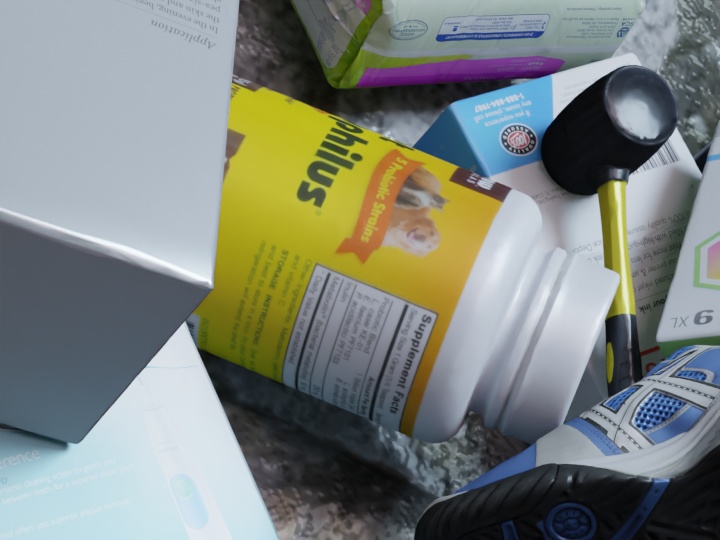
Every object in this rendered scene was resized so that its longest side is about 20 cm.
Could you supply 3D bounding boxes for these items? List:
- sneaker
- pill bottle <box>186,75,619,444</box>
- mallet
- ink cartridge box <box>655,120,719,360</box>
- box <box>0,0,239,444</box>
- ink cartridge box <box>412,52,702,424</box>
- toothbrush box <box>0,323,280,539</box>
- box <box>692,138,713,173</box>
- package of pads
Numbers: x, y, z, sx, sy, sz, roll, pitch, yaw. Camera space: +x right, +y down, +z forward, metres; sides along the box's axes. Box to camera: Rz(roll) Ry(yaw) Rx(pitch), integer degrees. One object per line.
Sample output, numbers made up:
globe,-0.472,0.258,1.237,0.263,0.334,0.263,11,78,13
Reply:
sneaker,0.116,0.080,1.059,0.077,0.199,0.076,-87,155,-59
pill bottle,0.000,0.000,1.110,0.199,0.110,0.110,22,53,5
mallet,0.106,0.016,1.159,0.041,0.066,0.201,6,76,-22
ink cartridge box,0.187,0.013,1.137,0.059,0.103,0.201,63,34,-33
box,-0.113,-0.060,1.000,0.097,0.124,0.201,19,53,-21
ink cartridge box,0.113,0.013,1.225,0.116,0.068,0.201,-17,73,-34
toothbrush box,-0.111,0.117,1.029,0.146,0.085,0.201,-15,72,-34
box,0.269,0.008,1.292,0.148,0.107,0.201,-7,67,-31
package of pads,0.021,-0.176,1.262,0.154,0.068,0.201,-5,55,-32
